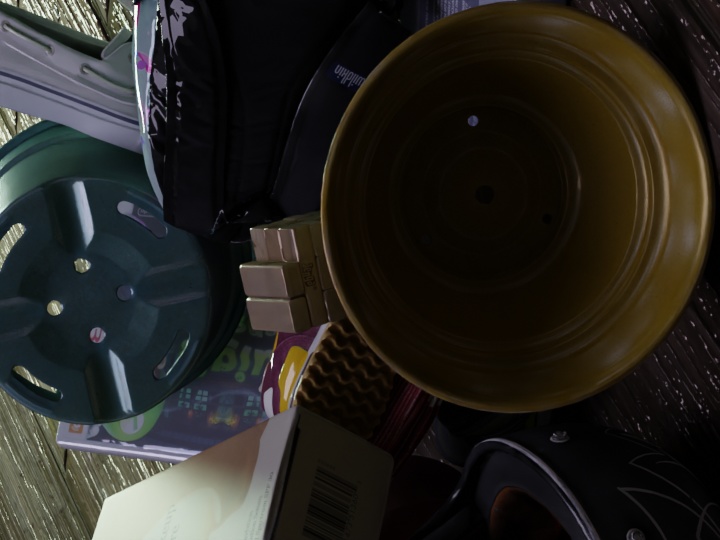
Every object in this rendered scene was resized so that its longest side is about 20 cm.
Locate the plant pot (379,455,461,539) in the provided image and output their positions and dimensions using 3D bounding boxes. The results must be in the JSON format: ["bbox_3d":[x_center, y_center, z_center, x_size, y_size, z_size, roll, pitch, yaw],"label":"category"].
[{"bbox_3d":[0.038,0.207,1.579,0.179,0.199,0.201,-114,16,-65],"label":"plant pot"}]

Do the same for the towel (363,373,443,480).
[{"bbox_3d":[-0.023,0.112,1.504,0.201,0.023,0.144,-60,28,6],"label":"towel"}]

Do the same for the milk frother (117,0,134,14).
[{"bbox_3d":[-0.086,-0.251,1.630,0.188,0.181,0.200,38,120,-1],"label":"milk frother"}]

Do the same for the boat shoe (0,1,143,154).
[{"bbox_3d":[-0.150,-0.117,1.623,0.074,0.199,0.067,-96,21,-75],"label":"boat shoe"}]

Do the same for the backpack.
[{"bbox_3d":[-0.057,-0.118,1.509,0.127,0.166,0.201,-81,-1,-61],"label":"backpack"}]

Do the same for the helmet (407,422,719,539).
[{"bbox_3d":[0.112,0.181,1.351,0.200,0.191,0.200,40,173,6],"label":"helmet"}]

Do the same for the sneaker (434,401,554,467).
[{"bbox_3d":[0.071,0.068,1.517,0.074,0.081,0.200,67,158,16],"label":"sneaker"}]

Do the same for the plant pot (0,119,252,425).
[{"bbox_3d":[-0.166,0.006,1.628,0.196,0.199,0.202,-112,8,-82],"label":"plant pot"}]

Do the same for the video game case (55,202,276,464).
[{"bbox_3d":[-0.105,0.041,1.762,0.199,0.023,0.183,5,79,30],"label":"video game case"}]

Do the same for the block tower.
[{"bbox_3d":[0.037,-0.018,1.381,0.058,0.199,0.054,4,108,62],"label":"block tower"}]

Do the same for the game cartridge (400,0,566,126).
[{"bbox_3d":[0.066,-0.148,1.440,0.133,0.041,0.201,-124,27,-46],"label":"game cartridge"}]

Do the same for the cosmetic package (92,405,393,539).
[{"bbox_3d":[-0.075,0.158,1.449,0.200,0.071,0.106,-29,40,47],"label":"cosmetic package"}]

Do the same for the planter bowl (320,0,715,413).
[{"bbox_3d":[0.071,-0.035,1.311,0.083,0.199,0.202,-146,43,-77],"label":"planter bowl"}]

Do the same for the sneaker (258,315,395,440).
[{"bbox_3d":[0.000,0.000,1.460,0.201,0.075,0.090,-61,31,3],"label":"sneaker"}]
